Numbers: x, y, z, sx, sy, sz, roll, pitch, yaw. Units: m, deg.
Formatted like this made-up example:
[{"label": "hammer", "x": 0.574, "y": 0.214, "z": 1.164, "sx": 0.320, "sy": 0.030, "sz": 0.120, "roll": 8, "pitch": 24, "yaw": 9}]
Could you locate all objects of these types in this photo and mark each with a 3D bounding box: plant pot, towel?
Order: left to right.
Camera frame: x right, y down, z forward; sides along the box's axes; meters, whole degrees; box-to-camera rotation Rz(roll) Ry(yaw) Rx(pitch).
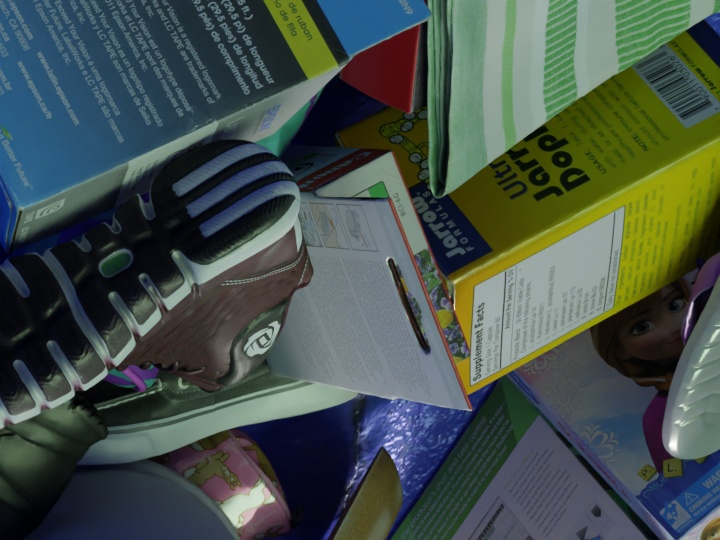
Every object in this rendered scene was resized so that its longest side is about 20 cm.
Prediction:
[{"label": "plant pot", "x": -0.026, "y": 0.189, "z": 1.345, "sx": 0.201, "sy": 0.027, "sz": 0.200, "roll": -61, "pitch": 179, "yaw": -1}, {"label": "towel", "x": 0.105, "y": -0.137, "z": 1.132, "sx": 0.200, "sy": 0.023, "sz": 0.153, "roll": -35, "pitch": 142, "yaw": -31}]

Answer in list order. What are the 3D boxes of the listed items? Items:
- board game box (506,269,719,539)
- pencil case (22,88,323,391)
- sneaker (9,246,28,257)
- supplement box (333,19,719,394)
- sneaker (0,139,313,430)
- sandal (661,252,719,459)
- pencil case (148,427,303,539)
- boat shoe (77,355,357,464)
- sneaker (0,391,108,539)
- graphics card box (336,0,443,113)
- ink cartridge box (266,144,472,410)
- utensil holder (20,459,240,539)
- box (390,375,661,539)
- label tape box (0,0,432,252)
[{"label": "board game box", "x": 0.195, "y": 0.035, "z": 1.356, "sx": 0.200, "sy": 0.200, "sz": 0.041, "roll": -38, "pitch": 139, "yaw": -7}, {"label": "pencil case", "x": -0.086, "y": -0.045, "z": 1.130, "sx": 0.200, "sy": 0.085, "sz": 0.092, "roll": -60, "pitch": 178, "yaw": -9}, {"label": "sneaker", "x": -0.157, "y": 0.042, "z": 1.187, "sx": 0.200, "sy": 0.078, "sz": 0.070, "roll": -41, "pitch": 138, "yaw": -2}, {"label": "supplement box", "x": 0.098, "y": -0.043, "z": 1.243, "sx": 0.200, "sy": 0.110, "sz": 0.109, "roll": -27, "pitch": 149, "yaw": -18}, {"label": "sneaker", "x": -0.103, "y": 0.035, "z": 1.046, "sx": 0.200, "sy": 0.076, "sz": 0.116, "roll": -28, "pitch": 147, "yaw": -2}, {"label": "sandal", "x": 0.197, "y": 0.002, "z": 1.252, "sx": 0.082, "sy": 0.050, "sz": 0.203, "roll": -2, "pitch": 121, "yaw": -37}, {"label": "pencil case", "x": -0.129, "y": 0.159, "z": 1.301, "sx": 0.200, "sy": 0.083, "sz": 0.087, "roll": -37, "pitch": 101, "yaw": -7}, {"label": "boat shoe", "x": -0.088, "y": 0.052, "z": 1.264, "sx": 0.199, "sy": 0.069, "sz": 0.057, "roll": -12, "pitch": 111, "yaw": -31}, {"label": "sneaker", "x": -0.216, "y": 0.057, "z": 1.101, "sx": 0.200, "sy": 0.076, "sz": 0.091, "roll": 28, "pitch": 90, "yaw": -9}, {"label": "graphics card box", "x": 0.078, "y": -0.164, "z": 1.141, "sx": 0.200, "sy": 0.051, "sz": 0.126, "roll": -28, "pitch": 137, "yaw": -39}, {"label": "ink cartridge box", "x": 0.000, "y": 0.000, "z": 1.161, "sx": 0.050, "sy": 0.200, "sz": 0.109, "roll": -28, "pitch": 106, "yaw": -24}, {"label": "utensil holder", "x": -0.116, "y": 0.188, "z": 1.163, "sx": 0.169, "sy": 0.200, "sz": 0.171, "roll": -2, "pitch": 98, "yaw": -12}, {"label": "box", "x": 0.100, "y": 0.171, "z": 1.392, "sx": 0.036, "sy": 0.200, "sz": 0.145, "roll": 21, "pitch": 110, "yaw": -40}, {"label": "label tape box", "x": -0.093, "y": -0.115, "z": 1.055, "sx": 0.199, "sy": 0.145, "sz": 0.063, "roll": -25, "pitch": 168, "yaw": -18}]
